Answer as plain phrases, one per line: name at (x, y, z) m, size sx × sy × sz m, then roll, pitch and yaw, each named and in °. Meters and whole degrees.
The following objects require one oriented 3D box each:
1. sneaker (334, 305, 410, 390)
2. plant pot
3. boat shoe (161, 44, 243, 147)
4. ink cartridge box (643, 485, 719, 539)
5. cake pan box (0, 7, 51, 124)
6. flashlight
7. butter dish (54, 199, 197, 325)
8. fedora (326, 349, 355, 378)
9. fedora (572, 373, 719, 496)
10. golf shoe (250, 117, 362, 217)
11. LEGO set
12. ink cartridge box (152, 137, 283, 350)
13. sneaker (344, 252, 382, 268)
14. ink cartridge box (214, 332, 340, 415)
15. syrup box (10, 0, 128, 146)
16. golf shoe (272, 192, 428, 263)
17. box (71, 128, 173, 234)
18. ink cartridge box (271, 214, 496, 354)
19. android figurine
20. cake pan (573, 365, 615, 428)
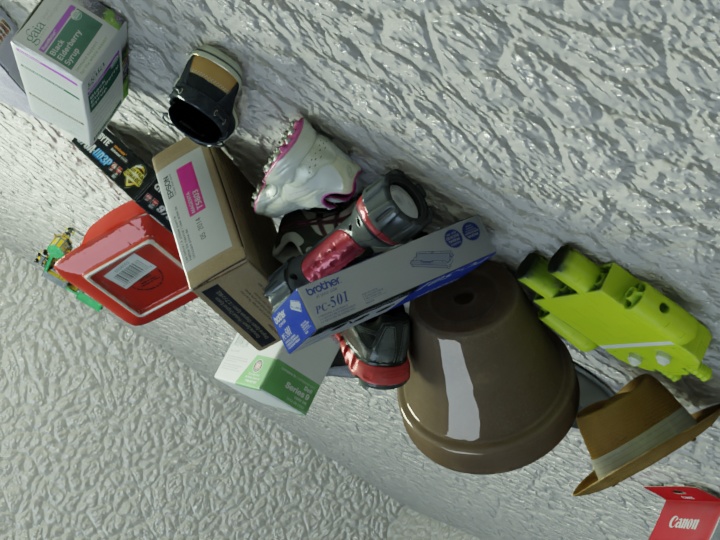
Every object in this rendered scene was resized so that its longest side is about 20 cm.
sneaker at (-0.006, 0.036, 1.070) m, size 0.071 × 0.098 × 0.200 m, roll -7°, pitch -148°, yaw -29°
plant pot at (0.126, 0.087, 1.075) m, size 0.200 × 0.200 × 0.175 m, roll 19°, pitch 144°, yaw 33°
boat shoe at (-0.157, -0.156, 0.995) m, size 0.074 × 0.062 × 0.200 m, roll 29°, pitch 166°, yaw -7°
ink cartridge box at (0.516, 0.396, 1.505) m, size 0.175 × 0.084 × 0.200 m, roll 30°, pitch 165°, yaw -1°
cake pan box at (-0.462, -0.266, 1.212) m, size 0.184 × 0.052 × 0.200 m, roll 25°, pitch 164°, yaw 21°
flashlight at (-0.018, -0.018, 0.993) m, size 0.068 × 0.068 × 0.200 m, roll 6°, pitch 144°, yaw -47°
butter dish at (-0.329, -0.039, 1.545) m, size 0.199 × 0.148 × 0.199 m, roll -27°, pitch 138°, yaw 19°
fedora at (-0.002, 0.106, 1.440) m, size 0.176 × 0.091 × 0.200 m, roll 4°, pitch 175°, yaw -32°
fedora at (0.291, 0.166, 1.089) m, size 0.082 × 0.200 × 0.201 m, roll 60°, pitch 170°, yaw 12°
golf shoe at (-0.057, -0.084, 1.027) m, size 0.091 × 0.076 × 0.200 m, roll 27°, pitch 166°, yaw -7°
LEGO set at (-0.578, -0.018, 2.166) m, size 0.199 × 0.116 × 0.154 m, roll 26°, pitch 135°, yaw -3°
ink cartridge box at (-0.145, -0.033, 1.141) m, size 0.165 × 0.075 × 0.201 m, roll 51°, pitch -166°, yaw -54°
sneaker at (0.000, 0.000, 1.195) m, size 0.092 × 0.076 × 0.200 m, roll 35°, pitch 166°, yaw -35°
ink cartridge box at (-0.093, 0.083, 1.379) m, size 0.087 × 0.201 × 0.145 m, roll 33°, pitch 164°, yaw -28°
syrup box at (-0.292, -0.206, 1.039) m, size 0.081 × 0.079 × 0.200 m, roll 31°, pitch 164°, yaw -6°
golf shoe at (-0.012, -0.034, 1.078) m, size 0.199 × 0.088 × 0.077 m, roll 10°, pitch 154°, yaw 47°
box at (-0.267, -0.101, 1.299) m, size 0.200 × 0.046 × 0.159 m, roll 37°, pitch 174°, yaw 44°
ink cartridge box at (0.022, 0.012, 0.953) m, size 0.044 × 0.199 × 0.094 m, roll 63°, pitch 154°, yaw 8°
android figurine at (0.246, 0.047, 0.963) m, size 0.200 × 0.041 × 0.182 m, roll 35°, pitch 163°, yaw -15°
cake pan at (0.235, 0.149, 1.310) m, size 0.200 × 0.037 × 0.200 m, roll 27°, pitch 165°, yaw 8°
